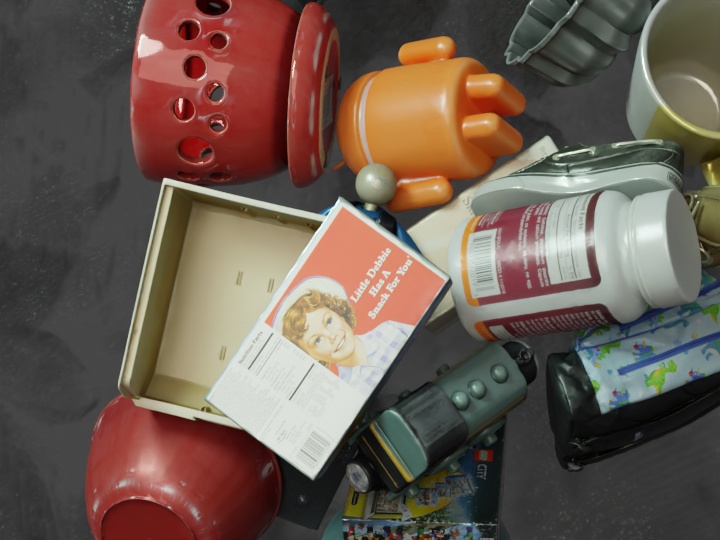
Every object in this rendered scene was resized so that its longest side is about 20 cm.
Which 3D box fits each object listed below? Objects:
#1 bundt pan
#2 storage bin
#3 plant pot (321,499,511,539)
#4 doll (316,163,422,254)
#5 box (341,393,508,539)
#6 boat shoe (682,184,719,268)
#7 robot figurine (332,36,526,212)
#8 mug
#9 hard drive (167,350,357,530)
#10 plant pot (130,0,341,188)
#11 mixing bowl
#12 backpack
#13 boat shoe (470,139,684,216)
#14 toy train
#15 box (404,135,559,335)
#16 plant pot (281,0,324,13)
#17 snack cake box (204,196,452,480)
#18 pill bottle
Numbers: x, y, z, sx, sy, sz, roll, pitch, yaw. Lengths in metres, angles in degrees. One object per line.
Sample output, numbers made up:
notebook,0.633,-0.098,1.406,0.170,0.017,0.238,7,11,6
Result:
bundt pan,0.225,-0.256,1.308,0.075,0.202,0.203,34,89,-10
storage bin,-0.094,0.043,1.234,0.197,0.094,0.202,13,87,5
plant pot,0.043,0.288,1.284,0.197,0.135,0.204,-2,81,10
doll,0.000,0.000,1.300,0.134,0.048,0.203,12,87,5
box,0.064,0.183,1.269,0.134,0.201,0.038,1,118,9
boat shoe,0.280,-0.034,1.256,0.062,0.200,0.074,-11,95,-26
robot figurine,0.060,-0.143,1.341,0.198,0.116,0.146,-4,111,33
mug,0.309,-0.151,1.277,0.147,0.153,0.189,13,76,0
hard drive,-0.107,0.158,1.337,0.198,0.042,0.136,25,122,0
plant pot,-0.115,-0.181,1.356,0.179,0.200,0.204,4,82,6
mixing bowl,-0.180,0.220,1.303,0.197,0.109,0.203,6,119,10
backpack,0.267,0.088,1.264,0.197,0.164,0.156,-11,65,3
boat shoe,0.197,-0.078,1.259,0.197,0.071,0.064,-5,49,27
toy train,0.074,0.126,1.196,0.199,0.114,0.086,-28,78,-37
box,0.126,-0.032,1.344,0.199,0.078,0.096,-35,76,4
plant pot,-0.074,-0.377,1.385,0.195,0.196,0.201,-39,86,3
snack cake box,-0.025,0.057,1.148,0.114,0.067,0.201,35,90,7
pill bottle,0.185,-0.006,1.203,0.198,0.114,0.116,-10,79,29
